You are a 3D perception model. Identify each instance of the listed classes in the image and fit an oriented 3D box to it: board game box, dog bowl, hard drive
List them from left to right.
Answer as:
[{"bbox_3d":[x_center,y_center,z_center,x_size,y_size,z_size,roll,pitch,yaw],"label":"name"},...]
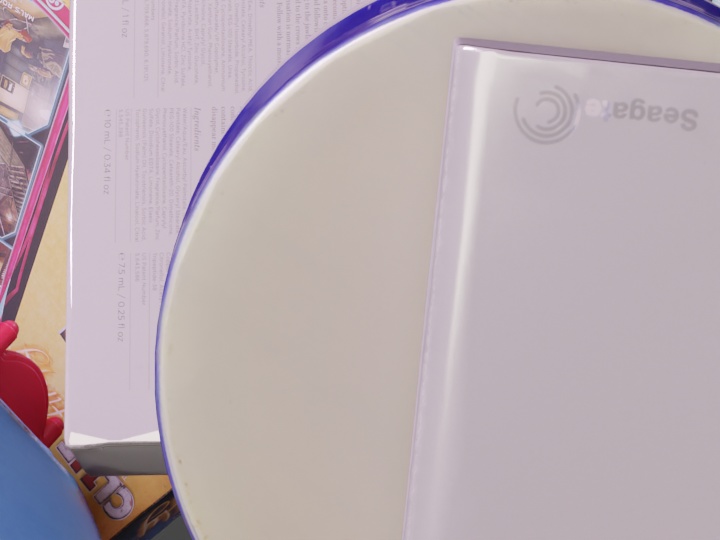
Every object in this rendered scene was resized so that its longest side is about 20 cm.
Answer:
[{"bbox_3d":[-0.139,0.014,0.863,0.200,0.158,0.039,47,67,-10],"label":"board game box"},{"bbox_3d":[-0.084,-0.031,0.904,0.135,0.035,0.200,-39,75,13],"label":"board game box"},{"bbox_3d":[0.047,0.021,0.744,0.199,0.079,0.201,0,100,1],"label":"dog bowl"},{"bbox_3d":[0.077,0.051,0.695,0.131,0.026,0.201,6,100,1],"label":"hard drive"}]

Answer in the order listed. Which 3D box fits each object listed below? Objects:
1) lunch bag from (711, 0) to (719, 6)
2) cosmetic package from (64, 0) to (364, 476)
[{"bbox_3d":[0.194,-0.073,0.800,0.170,0.122,0.201,27,90,17],"label":"lunch bag"},{"bbox_3d":[-0.008,-0.043,0.836,0.150,0.052,0.201,-1,76,4],"label":"cosmetic package"}]
